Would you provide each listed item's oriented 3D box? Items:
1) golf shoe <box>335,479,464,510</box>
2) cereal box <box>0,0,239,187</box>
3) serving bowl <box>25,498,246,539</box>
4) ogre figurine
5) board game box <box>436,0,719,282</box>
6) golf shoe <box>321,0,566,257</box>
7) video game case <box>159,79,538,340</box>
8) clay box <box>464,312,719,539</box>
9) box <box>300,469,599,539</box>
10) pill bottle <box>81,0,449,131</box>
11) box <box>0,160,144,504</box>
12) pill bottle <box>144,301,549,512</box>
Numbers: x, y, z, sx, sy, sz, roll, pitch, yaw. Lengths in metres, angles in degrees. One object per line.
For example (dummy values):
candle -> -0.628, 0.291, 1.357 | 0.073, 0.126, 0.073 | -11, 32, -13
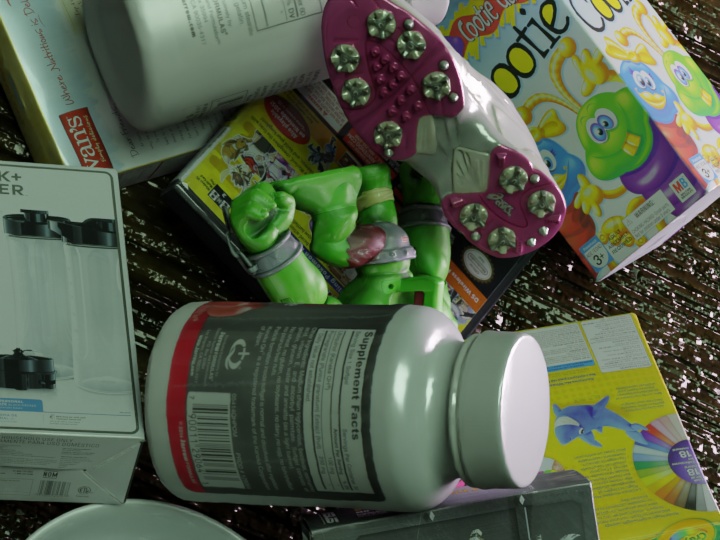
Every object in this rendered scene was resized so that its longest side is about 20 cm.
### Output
golf shoe -> 0.021, 0.130, 1.557 | 0.072, 0.092, 0.201 | 19, 94, 18
cereal box -> -0.125, -0.132, 1.682 | 0.199, 0.040, 0.144 | -17, 78, -31
serving bowl -> -0.123, 0.228, 1.488 | 0.199, 0.066, 0.201 | 11, 62, -20
ogre figurine -> 0.000, 0.000, 1.590 | 0.098, 0.200, 0.120 | -15, 88, 15
board game box -> 0.146, -0.112, 1.747 | 0.200, 0.103, 0.105 | 53, 33, 6
golf shoe -> 0.044, -0.097, 1.608 | 0.200, 0.075, 0.092 | 51, 19, -25
video game case -> 0.002, -0.036, 1.678 | 0.200, 0.025, 0.181 | 46, 59, -10
clay box -> 0.137, 0.118, 1.622 | 0.114, 0.048, 0.200 | -9, 48, -10
box -> 0.060, 0.220, 1.491 | 0.158, 0.048, 0.201 | -10, 95, -8
pill bottle -> -0.055, -0.162, 1.617 | 0.199, 0.114, 0.115 | -18, 74, -19
box -> -0.188, 0.031, 1.521 | 0.116, 0.060, 0.200 | 4, 47, -15
pill bottle -> -0.005, 0.073, 1.464 | 0.199, 0.111, 0.111 | 1, 56, 22
